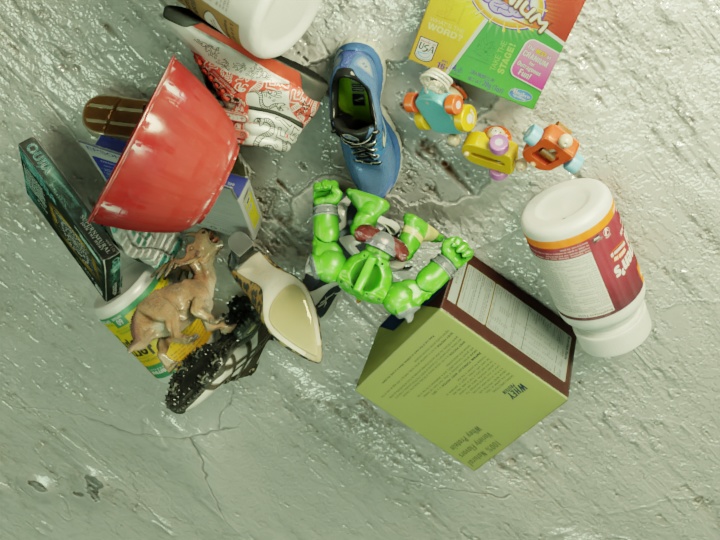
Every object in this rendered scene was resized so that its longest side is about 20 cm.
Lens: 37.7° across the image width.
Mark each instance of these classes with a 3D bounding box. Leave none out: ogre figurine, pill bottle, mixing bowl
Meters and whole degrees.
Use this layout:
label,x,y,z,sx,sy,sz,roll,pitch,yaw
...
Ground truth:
label,x,y,z,sx,sy,sz,roll,pitch,yaw
ogre figurine,0.018,-0.020,1.251,0.200,0.120,0.098,30,167,-13
pill bottle,0.273,0.000,1.249,0.109,0.110,0.200,-13,122,27
pill bottle,-0.146,-0.320,1.104,0.200,0.114,0.114,38,134,17
pill bottle,-0.277,0.090,1.508,0.113,0.113,0.200,-23,118,32
mixing bowl,-0.200,-0.116,1.130,0.108,0.200,0.200,28,132,-15

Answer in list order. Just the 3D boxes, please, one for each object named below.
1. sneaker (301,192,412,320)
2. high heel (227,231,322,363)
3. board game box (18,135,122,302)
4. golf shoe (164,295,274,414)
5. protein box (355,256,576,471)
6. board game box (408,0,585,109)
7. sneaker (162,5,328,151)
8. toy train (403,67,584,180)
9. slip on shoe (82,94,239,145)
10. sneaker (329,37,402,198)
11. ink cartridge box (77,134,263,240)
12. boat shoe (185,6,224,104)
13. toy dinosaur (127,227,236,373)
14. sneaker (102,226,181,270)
label,x,y,z,sx,sy,sz,roll,pitch,yaw
sneaker,0.000,0.000,1.362,0.129,0.079,0.199,21,122,13
high heel,-0.107,0.043,1.388,0.200,0.071,0.143,55,171,8
board game box,-0.380,-0.066,1.385,0.200,0.028,0.135,52,156,12
golf shoe,-0.185,0.132,1.464,0.078,0.200,0.095,19,151,42
protein box,0.140,0.117,1.372,0.200,0.135,0.199,35,129,-9
board game box,0.153,-0.285,1.106,0.153,0.040,0.200,22,131,1
sneaker,-0.144,-0.205,1.171,0.201,0.067,0.108,24,108,-23
toy train,0.149,-0.169,1.169,0.200,0.056,0.150,31,159,-8
slip on shoe,-0.248,-0.173,1.326,0.200,0.076,0.061,8,170,2
sneaker,-0.004,-0.163,1.226,0.078,0.089,0.200,1,127,20
ink cartridge box,-0.230,-0.111,1.316,0.197,0.047,0.200,18,162,6
boat shoe,-0.154,-0.226,1.242,0.072,0.068,0.200,-14,123,26
toy dinosaur,-0.248,0.043,1.383,0.136,0.200,0.086,47,148,11
sneaker,-0.311,-0.056,1.388,0.091,0.078,0.200,21,164,14
